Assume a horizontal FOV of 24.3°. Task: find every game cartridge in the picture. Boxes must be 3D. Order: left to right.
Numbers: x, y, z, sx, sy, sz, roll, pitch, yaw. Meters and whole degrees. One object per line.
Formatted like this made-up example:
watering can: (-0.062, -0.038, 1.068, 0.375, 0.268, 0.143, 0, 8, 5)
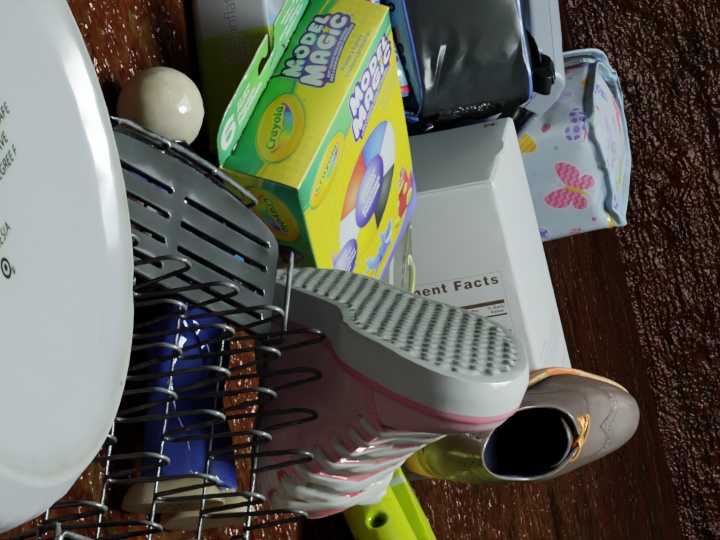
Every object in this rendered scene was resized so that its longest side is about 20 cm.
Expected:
game cartridge: (0.078, -0.128, 1.199, 0.041, 0.200, 0.134, 16, 51, -26)

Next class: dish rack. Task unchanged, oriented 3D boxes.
dish rack: (-0.067, 0.046, 0.623, 0.153, 0.054, 0.202, 31, 56, -49)

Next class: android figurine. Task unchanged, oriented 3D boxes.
android figurine: (0.033, 0.180, 0.958, 0.183, 0.041, 0.201, 66, -2, -46)

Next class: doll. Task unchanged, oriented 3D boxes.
doll: (-0.079, 0.004, 0.723, 0.136, 0.048, 0.202, 47, 35, -67)

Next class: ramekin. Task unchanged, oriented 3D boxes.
ramekin: (-0.132, -0.015, 0.435, 0.202, 0.093, 0.205, -10, 90, -76)

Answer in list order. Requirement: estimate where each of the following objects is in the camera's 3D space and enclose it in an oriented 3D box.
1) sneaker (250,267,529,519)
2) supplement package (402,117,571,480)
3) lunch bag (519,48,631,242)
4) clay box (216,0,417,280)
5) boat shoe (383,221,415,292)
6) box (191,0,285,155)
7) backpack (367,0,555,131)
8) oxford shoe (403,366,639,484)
sneaker: (0.007, 0.065, 0.713, 0.200, 0.075, 0.106, -158, -108, -64)
supplement package: (0.062, 0.019, 1.120, 0.121, 0.118, 0.202, -64, 142, -63)
lunch bag: (0.132, -0.107, 1.394, 0.200, 0.168, 0.128, -66, 140, -61)
clay box: (-0.018, -0.051, 0.857, 0.201, 0.047, 0.116, 78, 32, -59)
boat shoe: (-0.003, 0.000, 0.987, 0.060, 0.071, 0.204, 63, 28, -53)
box: (-0.057, -0.154, 0.928, 0.122, 0.047, 0.203, 29, 53, -73)
backpack: (0.027, -0.184, 1.104, 0.200, 0.133, 0.185, -163, -119, -74)
oxford shoe: (0.115, 0.103, 1.023, 0.199, 0.072, 0.072, -5, 101, -42)
